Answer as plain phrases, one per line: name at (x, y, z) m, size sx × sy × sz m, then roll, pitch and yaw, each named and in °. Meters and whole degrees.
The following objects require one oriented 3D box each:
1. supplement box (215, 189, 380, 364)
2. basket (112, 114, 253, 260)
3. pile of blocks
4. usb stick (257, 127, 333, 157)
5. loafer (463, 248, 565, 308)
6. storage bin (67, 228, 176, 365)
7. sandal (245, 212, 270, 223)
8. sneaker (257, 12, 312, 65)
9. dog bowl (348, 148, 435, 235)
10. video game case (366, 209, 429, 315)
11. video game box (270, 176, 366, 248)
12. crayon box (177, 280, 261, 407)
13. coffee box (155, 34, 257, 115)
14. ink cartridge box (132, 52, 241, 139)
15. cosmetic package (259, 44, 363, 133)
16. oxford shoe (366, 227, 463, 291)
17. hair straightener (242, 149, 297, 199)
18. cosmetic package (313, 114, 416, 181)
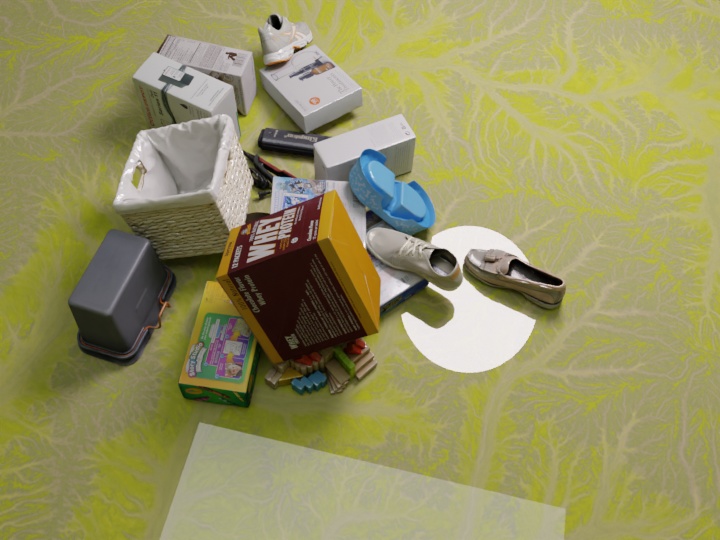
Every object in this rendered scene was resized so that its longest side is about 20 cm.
supplement box at (-0.093, 0.014, 1.193) m, size 0.195 × 0.200 × 0.134 m, roll -18°, pitch 34°, yaw 16°
basket at (-0.310, -0.147, 1.341) m, size 0.194 × 0.162 × 0.202 m, roll -7°, pitch 50°, yaw 13°
pile of blocks at (-0.066, 0.163, 1.247) m, size 0.195 × 0.063 × 0.084 m, roll -15°, pitch 59°, yaw -10°
usb stick at (-0.115, -0.263, 1.530) m, size 0.194 × 0.033 × 0.057 m, roll 9°, pitch 57°, yaw 4°
loafer at (0.287, 0.000, 1.358) m, size 0.196 × 0.063 × 0.073 m, roll 25°, pitch 59°, yaw 14°
storage bin at (-0.409, 0.039, 1.272) m, size 0.142 × 0.136 × 0.204 m, roll 15°, pitch 59°, yaw 8°
sandal at (-0.161, -0.075, 1.400) m, size 0.195 × 0.055 × 0.082 m, roll -18°, pitch 50°, yaw -22°
sneaker at (-0.166, -0.532, 1.632) m, size 0.074 × 0.094 × 0.201 m, roll -5°, pitch 32°, yaw 22°
dog bowl at (0.058, -0.142, 1.390) m, size 0.198 × 0.049 × 0.113 m, roll 34°, pitch 40°, yaw -26°
video game case at (0.000, 0.000, 1.360) m, size 0.197 × 0.046 × 0.182 m, roll -29°, pitch 64°, yaw -19°
video game box at (-0.079, -0.079, 1.346) m, size 0.177 × 0.047 × 0.204 m, roll 5°, pitch 54°, yaw -7°
crayon box at (-0.230, 0.124, 1.268) m, size 0.115 × 0.059 × 0.204 m, roll 7°, pitch 58°, yaw 3°
coffee box at (-0.329, -0.417, 1.573) m, size 0.194 × 0.114 × 0.081 m, roll 13°, pitch 57°, yaw 7°
ink cartridge box at (-0.352, -0.334, 1.501) m, size 0.196 × 0.148 × 0.084 m, roll 25°, pitch 61°, yaw 15°
cosmetic package at (-0.108, -0.396, 1.588) m, size 0.149 × 0.052 × 0.200 m, roll -31°, pitch 55°, yaw -17°
oxford shoe at (0.098, -0.031, 1.325) m, size 0.197 × 0.058 × 0.076 m, roll 28°, pitch 63°, yaw 16°
hair straightener at (-0.187, -0.183, 1.472) m, size 0.198 × 0.041 × 0.077 m, roll 37°, pitch 63°, yaw 19°
cosmetic package at (0.008, -0.226, 1.470) m, size 0.196 × 0.102 × 0.072 m, roll -21°, pitch 59°, yaw -15°
